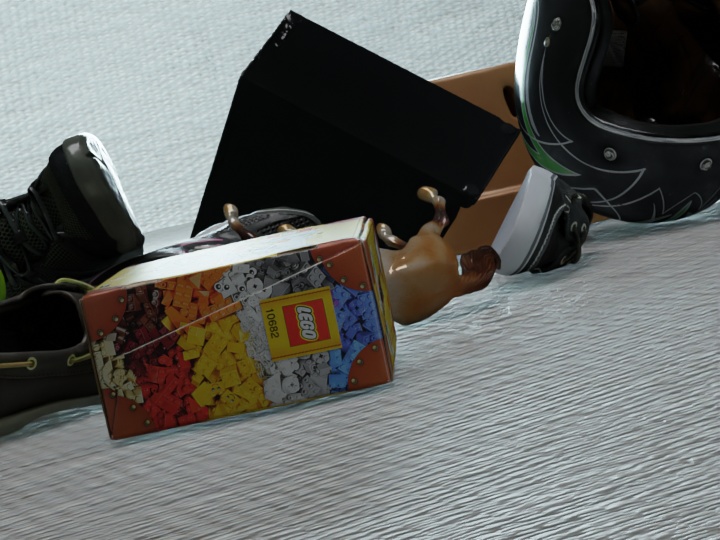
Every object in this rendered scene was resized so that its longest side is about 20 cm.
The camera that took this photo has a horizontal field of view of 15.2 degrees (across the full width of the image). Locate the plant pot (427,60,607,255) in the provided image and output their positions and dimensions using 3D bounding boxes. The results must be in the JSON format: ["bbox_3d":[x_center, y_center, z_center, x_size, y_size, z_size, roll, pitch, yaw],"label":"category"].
[{"bbox_3d":[0.096,-0.093,2.195,0.200,0.140,0.200,-12,3,1],"label":"plant pot"}]

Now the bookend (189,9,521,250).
[{"bbox_3d":[-0.009,-0.062,2.055,0.200,0.199,0.092,27,47,7],"label":"bookend"}]

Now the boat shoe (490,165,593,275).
[{"bbox_3d":[0.126,-0.031,1.810,0.057,0.069,0.200,26,13,2],"label":"boat shoe"}]

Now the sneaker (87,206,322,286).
[{"bbox_3d":[-0.102,0.014,1.694,0.200,0.080,0.086,-27,-4,-25],"label":"sneaker"}]

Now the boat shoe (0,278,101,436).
[{"bbox_3d":[-0.174,0.041,1.546,0.072,0.061,0.201,34,33,23],"label":"boat shoe"}]

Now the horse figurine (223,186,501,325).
[{"bbox_3d":[0.000,0.000,1.656,0.200,0.050,0.133,-3,33,-13],"label":"horse figurine"}]

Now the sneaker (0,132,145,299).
[{"bbox_3d":[-0.196,-0.025,1.682,0.114,0.076,0.199,-23,-6,-8],"label":"sneaker"}]

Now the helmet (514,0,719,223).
[{"bbox_3d":[0.208,-0.130,2.010,0.200,0.191,0.200,-8,-1,0],"label":"helmet"}]

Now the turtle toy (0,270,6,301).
[{"bbox_3d":[-0.303,0.031,1.559,0.200,0.146,0.101,-12,14,-11],"label":"turtle toy"}]

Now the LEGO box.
[{"bbox_3d":[-0.060,0.027,1.444,0.149,0.077,0.200,-12,4,3],"label":"LEGO box"}]

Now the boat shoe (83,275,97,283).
[{"bbox_3d":[-0.220,0.044,1.762,0.074,0.065,0.202,-9,6,46],"label":"boat shoe"}]

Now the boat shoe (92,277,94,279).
[{"bbox_3d":[-0.224,0.000,1.870,0.073,0.063,0.200,-14,-23,-13],"label":"boat shoe"}]
